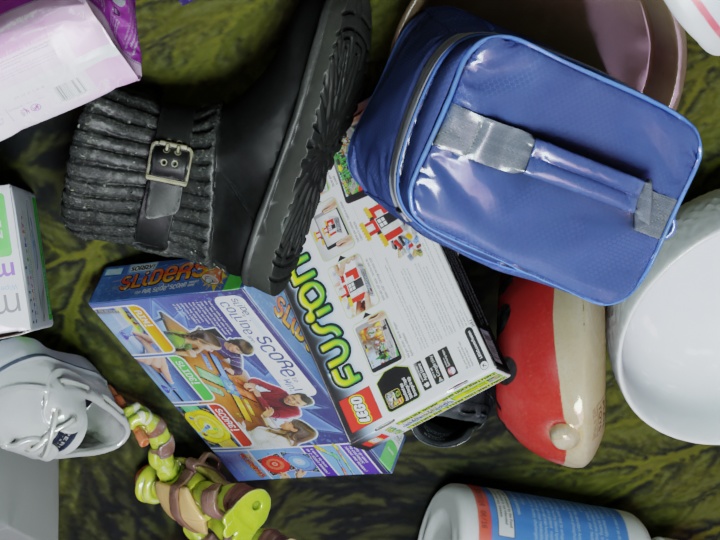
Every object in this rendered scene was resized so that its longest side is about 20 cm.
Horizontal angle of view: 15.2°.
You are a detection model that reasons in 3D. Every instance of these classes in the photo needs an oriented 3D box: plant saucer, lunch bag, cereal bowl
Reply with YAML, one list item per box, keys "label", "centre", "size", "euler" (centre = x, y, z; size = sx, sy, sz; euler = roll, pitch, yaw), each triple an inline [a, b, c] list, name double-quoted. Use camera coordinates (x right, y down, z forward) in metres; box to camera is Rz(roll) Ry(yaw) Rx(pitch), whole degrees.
- label: "plant saucer"
  centre: [0.110, -0.129, 1.717]
  size: [0.199, 0.029, 0.201]
  euler: [-6, 116, -11]
- label: "lunch bag"
  centre: [0.108, -0.064, 1.646]
  size: [0.199, 0.132, 0.136]
  euler: [21, 98, -22]
- label: "cereal bowl"
  centre: [0.258, 0.018, 1.839]
  size: [0.199, 0.083, 0.201]
  euler: [-7, 129, -9]

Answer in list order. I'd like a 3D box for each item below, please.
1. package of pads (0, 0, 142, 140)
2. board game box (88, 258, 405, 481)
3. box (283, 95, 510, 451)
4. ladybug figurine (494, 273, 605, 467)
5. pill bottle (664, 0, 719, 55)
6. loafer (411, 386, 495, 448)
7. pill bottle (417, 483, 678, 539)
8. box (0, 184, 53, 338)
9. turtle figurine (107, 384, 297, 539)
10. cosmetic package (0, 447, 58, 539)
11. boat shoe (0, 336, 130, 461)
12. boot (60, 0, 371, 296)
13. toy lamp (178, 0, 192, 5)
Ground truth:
- label: "package of pads"
  centre: [-0.234, -0.130, 1.631]
  size: [0.199, 0.121, 0.076]
  euler: [-23, 128, 10]
- label: "board game box"
  centre: [-0.075, 0.068, 1.824]
  size: [0.135, 0.035, 0.200]
  euler: [-5, 137, 35]
- label: "box"
  centre: [0.006, 0.001, 1.731]
  size: [0.110, 0.201, 0.035]
  euler: [-28, 162, 14]
- label: "ladybug figurine"
  centre: [0.125, 0.050, 1.780]
  size: [0.072, 0.200, 0.136]
  euler: [0, 122, 4]
- label: "pill bottle"
  centre: [0.270, -0.226, 1.640]
  size: [0.200, 0.109, 0.109]
  euler: [-33, 125, 16]
- label: "loafer"
  centre: [0.055, 0.085, 1.821]
  size: [0.068, 0.071, 0.201]
  euler: [20, 168, 6]
- label: "pill bottle"
  centre: [0.147, 0.224, 1.970]
  size: [0.199, 0.112, 0.113]
  euler: [10, 126, -16]
- label: "box"
  centre: [-0.300, 0.009, 1.682]
  size: [0.199, 0.176, 0.097]
  euler: [-8, 90, -1]
- label: "turtle figurine"
  centre: [-0.109, 0.171, 1.885]
  size: [0.064, 0.161, 0.201]
  euler: [-32, 123, -29]
- label: "cosmetic package"
  centre: [-0.291, 0.133, 1.794]
  size: [0.106, 0.091, 0.200]
  euler: [-11, 158, 20]
- label: "boat shoe"
  centre: [-0.206, 0.090, 1.763]
  size: [0.074, 0.065, 0.200]
  euler: [-51, 162, 14]
- label: "boot"
  centre: [-0.094, -0.100, 1.703]
  size: [0.157, 0.079, 0.212]
  euler: [21, 92, 14]
- label: "toy lamp"
  centre: [-0.019, -0.207, 1.644]
  size: [0.199, 0.058, 0.058]
  euler: [-15, 129, 3]
